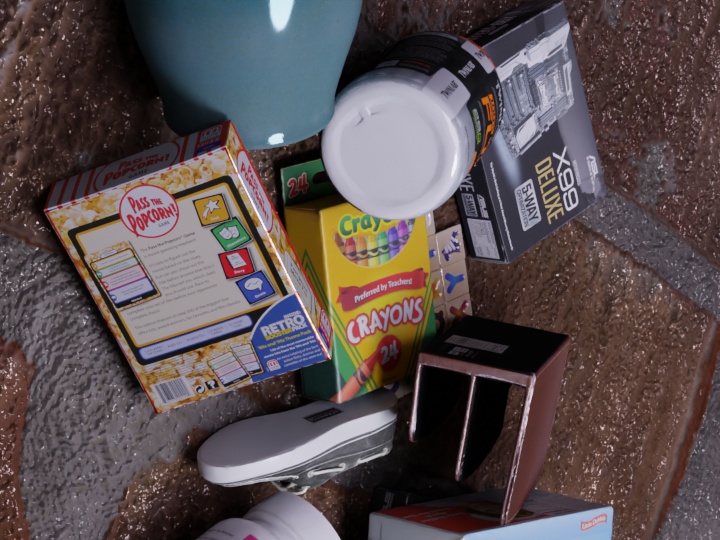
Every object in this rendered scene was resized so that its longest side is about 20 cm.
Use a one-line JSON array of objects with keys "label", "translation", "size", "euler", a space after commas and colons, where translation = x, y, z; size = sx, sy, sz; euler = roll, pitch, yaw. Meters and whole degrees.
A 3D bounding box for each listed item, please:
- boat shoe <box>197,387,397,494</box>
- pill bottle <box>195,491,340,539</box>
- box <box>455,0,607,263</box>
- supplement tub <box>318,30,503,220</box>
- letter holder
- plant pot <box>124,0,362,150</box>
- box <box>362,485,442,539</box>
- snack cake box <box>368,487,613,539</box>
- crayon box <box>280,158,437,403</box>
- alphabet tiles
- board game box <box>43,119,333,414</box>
[{"label": "boat shoe", "translation": [-0.048, 0.154, 1.631], "size": [0.200, 0.071, 0.064], "euler": [-15, 117, -36]}, {"label": "pill bottle", "translation": [-0.110, 0.270, 1.554], "size": [0.200, 0.113, 0.114], "euler": [-37, 120, -34]}, {"label": "box", "translation": [0.145, -0.129, 1.798], "size": [0.158, 0.050, 0.200], "euler": [-32, 116, -38]}, {"label": "supplement tub", "translation": [0.049, -0.127, 1.615], "size": [0.200, 0.122, 0.123], "euler": [-51, 133, -63]}, {"label": "letter holder", "translation": [0.109, 0.131, 1.698], "size": [0.200, 0.100, 0.143], "euler": [-28, 128, -74]}, {"label": "plant pot", "translation": [-0.089, -0.200, 1.474], "size": [0.200, 0.200, 0.188], "euler": [-27, 128, -39]}, {"label": "box", "translation": [0.077, 0.293, 1.792], "size": [0.200, 0.043, 0.161], "euler": [18, 83, -44]}, {"label": "snack cake box", "translation": [0.115, 0.241, 1.710], "size": [0.200, 0.115, 0.067], "euler": [-3, 98, -43]}, {"label": "crayon box", "translation": [0.000, 0.000, 1.664], "size": [0.127, 0.051, 0.201], "euler": [-19, 108, -42]}, {"label": "alphabet tiles", "translation": [0.037, 0.012, 1.742], "size": [0.167, 0.008, 0.201], "euler": [-22, 111, -41]}, {"label": "board game box", "translation": [-0.127, 0.001, 1.483], "size": [0.046, 0.151, 0.200], "euler": [-87, 156, -59]}]
